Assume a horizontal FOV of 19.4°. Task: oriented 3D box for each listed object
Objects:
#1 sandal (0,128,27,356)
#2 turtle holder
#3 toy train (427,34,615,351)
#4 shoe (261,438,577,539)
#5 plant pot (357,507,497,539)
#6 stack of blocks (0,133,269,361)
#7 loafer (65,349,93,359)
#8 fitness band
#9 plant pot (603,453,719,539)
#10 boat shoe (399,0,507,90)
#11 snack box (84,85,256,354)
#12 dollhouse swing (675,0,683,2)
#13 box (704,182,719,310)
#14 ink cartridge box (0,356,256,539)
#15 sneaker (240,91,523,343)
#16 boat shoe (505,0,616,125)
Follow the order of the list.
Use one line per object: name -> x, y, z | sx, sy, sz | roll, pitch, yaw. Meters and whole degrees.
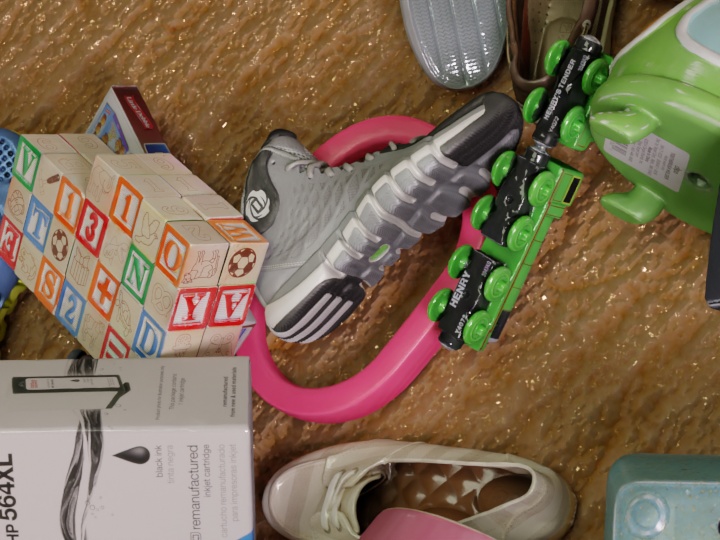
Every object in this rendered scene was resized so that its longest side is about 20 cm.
sandal -> -0.265, -0.002, 1.403 | 0.079, 0.087, 0.202 | 7, 76, 29
turtle holder -> 0.223, -0.082, 1.162 | 0.185, 0.141, 0.132 | 17, 65, 40
toy train -> 0.099, -0.043, 1.235 | 0.042, 0.056, 0.201 | 31, 102, 32
shoe -> 0.026, 0.130, 1.239 | 0.199, 0.053, 0.071 | -3, 73, 25
plant pot -> 0.027, 0.237, 1.138 | 0.199, 0.200, 0.180 | 17, 67, 29
stack of blocks -> -0.147, -0.015, 1.314 | 0.200, 0.058, 0.116 | 40, 122, 41
loafer -> -0.177, 0.153, 1.331 | 0.062, 0.072, 0.202 | 12, 85, 8
fitness band -> 0.000, 0.000, 1.305 | 0.143, 0.037, 0.200 | 40, 95, 27
plant pot -> 0.208, 0.181, 1.052 | 0.194, 0.200, 0.198 | -1, 74, 25
boat shoe -> 0.055, -0.213, 1.327 | 0.073, 0.067, 0.202 | -4, 92, -6
snack box -> -0.130, -0.022, 1.358 | 0.072, 0.024, 0.201 | -54, 53, 39
dollhouse swing -> 0.287, -0.252, 1.243 | 0.182, 0.175, 0.202 | 162, 121, -65
box -> 0.296, -0.014, 1.045 | 0.148, 0.199, 0.105 | -12, 65, 66
ink cartridge box -> -0.161, 0.132, 1.230 | 0.198, 0.147, 0.084 | -2, 29, -2
sneaker -> -0.005, -0.061, 1.264 | 0.200, 0.075, 0.116 | -42, 62, 8
boat shoe -> 0.124, -0.191, 1.279 | 0.074, 0.075, 0.204 | -4, 72, 24
